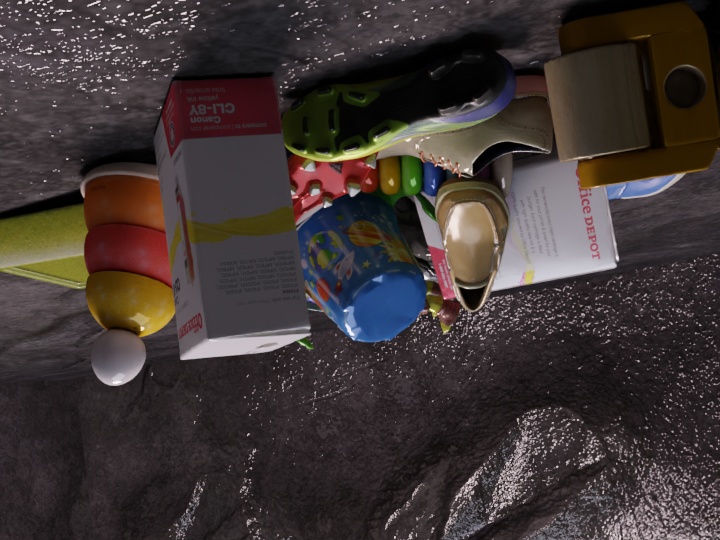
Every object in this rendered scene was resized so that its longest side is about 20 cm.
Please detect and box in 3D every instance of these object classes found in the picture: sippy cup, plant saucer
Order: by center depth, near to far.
[{"bbox_3d":[0.000,0.000,0.972,0.139,0.130,0.178,-4,127,-29],"label":"sippy cup"},{"bbox_3d":[-0.311,-0.020,1.079,0.199,0.048,0.200,-8,168,22],"label":"plant saucer"}]

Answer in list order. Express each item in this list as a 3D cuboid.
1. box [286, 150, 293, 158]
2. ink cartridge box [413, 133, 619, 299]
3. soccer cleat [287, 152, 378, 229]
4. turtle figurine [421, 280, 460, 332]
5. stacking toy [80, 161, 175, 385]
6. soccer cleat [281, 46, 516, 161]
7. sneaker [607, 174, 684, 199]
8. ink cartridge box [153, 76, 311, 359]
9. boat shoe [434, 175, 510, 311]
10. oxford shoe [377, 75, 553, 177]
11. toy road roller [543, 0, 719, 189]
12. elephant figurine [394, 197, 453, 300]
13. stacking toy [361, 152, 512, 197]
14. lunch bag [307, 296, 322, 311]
[{"bbox_3d":[-0.094,-0.094,0.987,0.199,0.033,0.121,-4,171,-38],"label":"box"},{"bbox_3d":[0.171,-0.063,1.049,0.199,0.148,0.086,-11,-152,11],"label":"ink cartridge box"},{"bbox_3d":[-0.059,-0.078,0.869,0.069,0.085,0.200,26,121,-32],"label":"soccer cleat"},{"bbox_3d":[0.033,0.017,1.147,0.161,0.065,0.200,18,-177,-19],"label":"turtle figurine"},{"bbox_3d":[-0.214,0.012,0.894,0.146,0.201,0.146,9,159,4],"label":"stacking toy"},{"bbox_3d":[0.031,-0.128,0.771,0.199,0.065,0.084,-13,174,22],"label":"soccer cleat"},{"bbox_3d":[0.277,-0.113,1.111,0.200,0.077,0.111,-8,-175,45],"label":"sneaker"},{"bbox_3d":[-0.109,-0.035,0.764,0.083,0.201,0.145,-6,171,-20],"label":"ink cartridge box"},{"bbox_3d":[0.113,-0.018,0.935,0.071,0.076,0.200,0,155,13],"label":"boat shoe"},{"bbox_3d":[0.073,-0.118,0.848,0.199,0.074,0.071,-11,173,19],"label":"oxford shoe"},{"bbox_3d":[0.241,-0.138,0.754,0.199,0.123,0.146,-10,-177,-2],"label":"toy road roller"},{"bbox_3d":[0.129,-0.046,1.180,0.155,0.142,0.200,6,168,-44],"label":"elephant figurine"},{"bbox_3d":[0.044,-0.103,0.925,0.199,0.086,0.085,-5,172,-1],"label":"stacking toy"},{"bbox_3d":[-0.060,-0.003,1.313,0.199,0.122,0.170,-1,-171,2],"label":"lunch bag"}]
